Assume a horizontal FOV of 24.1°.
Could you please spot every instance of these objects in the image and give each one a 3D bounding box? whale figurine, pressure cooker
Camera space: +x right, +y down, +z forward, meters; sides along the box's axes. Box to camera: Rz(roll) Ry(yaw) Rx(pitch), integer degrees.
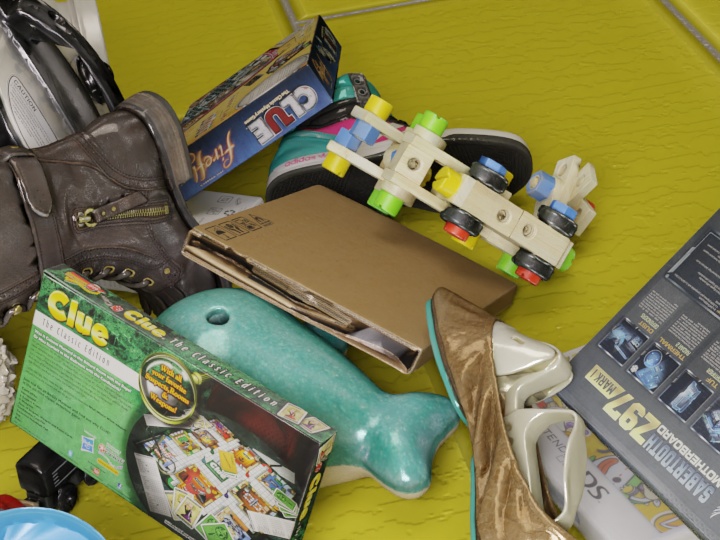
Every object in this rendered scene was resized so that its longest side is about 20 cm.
[{"bbox_3d":[-0.045,0.072,0.991,0.199,0.104,0.159,11,41,21],"label":"whale figurine"},{"bbox_3d":[-0.249,-0.088,1.132,0.199,0.176,0.180,-23,61,18],"label":"pressure cooker"}]

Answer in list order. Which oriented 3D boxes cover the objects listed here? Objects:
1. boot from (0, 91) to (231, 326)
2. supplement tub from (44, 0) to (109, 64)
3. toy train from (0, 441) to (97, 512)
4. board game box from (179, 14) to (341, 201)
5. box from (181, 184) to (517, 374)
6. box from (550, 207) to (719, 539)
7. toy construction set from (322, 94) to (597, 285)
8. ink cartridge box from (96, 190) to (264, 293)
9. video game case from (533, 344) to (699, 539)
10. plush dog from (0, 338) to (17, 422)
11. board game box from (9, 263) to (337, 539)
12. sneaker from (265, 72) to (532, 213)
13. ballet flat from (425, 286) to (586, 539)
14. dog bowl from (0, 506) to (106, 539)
[{"bbox_3d":[-0.175,-0.003,1.037,0.174,0.201,0.069,-30,24,-37],"label":"boot"},{"bbox_3d":[-0.300,-0.144,1.357,0.198,0.141,0.141,-11,32,-8],"label":"supplement tub"},{"bbox_3d":[-0.211,0.151,0.956,0.034,0.046,0.200,11,36,26],"label":"toy train"},{"bbox_3d":[-0.080,-0.128,1.292,0.135,0.035,0.200,-33,15,12],"label":"board game box"},{"bbox_3d":[0.000,0.000,1.076,0.163,0.021,0.200,27,19,15],"label":"box"},{"bbox_3d":[0.214,0.066,0.900,0.158,0.051,0.200,-45,37,0],"label":"box"},{"bbox_3d":[0.081,-0.051,1.158,0.199,0.093,0.131,14,6,-22],"label":"toy construction set"},{"bbox_3d":[-0.178,-0.028,1.244,0.199,0.039,0.100,9,35,22],"label":"ink cartridge box"},{"bbox_3d":[0.192,0.089,1.001,0.199,0.023,0.182,-18,34,-18],"label":"video game case"},{"bbox_3d":[-0.333,0.039,1.036,0.199,0.173,0.160,13,37,27],"label":"plush dog"},{"bbox_3d":[-0.109,0.087,0.941,0.199,0.105,0.023,30,29,23],"label":"board game box"},{"bbox_3d":[0.028,-0.098,1.282,0.198,0.084,0.121,-6,41,4],"label":"sneaker"},{"bbox_3d":[0.087,0.085,0.932,0.072,0.068,0.201,-25,48,20],"label":"ballet flat"},{"bbox_3d":[-0.212,0.188,0.854,0.198,0.050,0.112,-10,66,-3],"label":"dog bowl"}]
